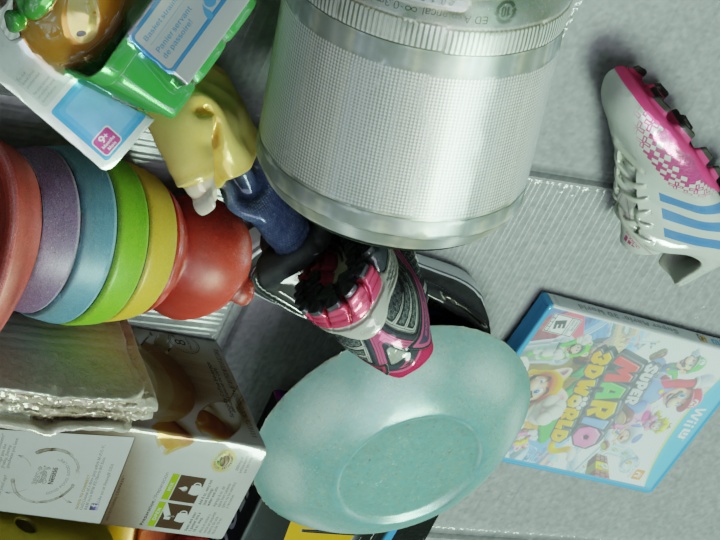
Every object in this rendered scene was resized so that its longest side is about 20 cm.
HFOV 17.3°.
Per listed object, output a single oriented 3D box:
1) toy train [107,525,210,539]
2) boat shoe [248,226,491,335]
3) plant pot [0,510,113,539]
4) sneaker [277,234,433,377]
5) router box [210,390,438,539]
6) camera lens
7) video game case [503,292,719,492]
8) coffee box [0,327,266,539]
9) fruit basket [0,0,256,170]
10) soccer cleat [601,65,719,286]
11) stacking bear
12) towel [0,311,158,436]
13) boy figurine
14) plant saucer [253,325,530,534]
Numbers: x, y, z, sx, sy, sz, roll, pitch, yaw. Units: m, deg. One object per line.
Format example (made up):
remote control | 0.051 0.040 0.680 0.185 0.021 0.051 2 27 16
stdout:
toy train | -0.157 0.177 1.622 0.115 0.085 0.202 6 103 -7
boat shoe | 0.006 0.022 1.547 0.199 0.066 0.070 20 120 -36
plant pot | -0.262 0.207 1.515 0.199 0.200 0.177 16 114 -34
sneaker | 0.000 0.000 1.437 0.080 0.200 0.075 -38 112 16
router box | -0.024 0.175 1.682 0.148 0.051 0.201 5 129 -27
camera lens | 0.031 -0.124 1.320 0.159 0.160 0.201 -2 124 -22
video game case | 0.174 0.093 1.721 0.199 0.018 0.144 14 122 -34
coffee box | -0.174 0.094 1.496 0.199 0.115 0.080 11 121 -32
fruit basket | -0.144 -0.180 1.252 0.186 0.094 0.200 -54 129 -9
soccer cleat | 0.197 -0.054 1.560 0.086 0.070 0.200 -36 135 10
stacking bear | -0.153 -0.015 1.420 0.199 0.122 0.114 7 132 -41
towel | -0.225 0.043 1.411 0.199 0.133 0.035 9 121 -26
boy figurine | -0.096 -0.079 1.377 0.064 0.125 0.200 -35 117 22
plant saucer | 0.027 0.121 1.580 0.199 0.039 0.202 -13 138 -12
